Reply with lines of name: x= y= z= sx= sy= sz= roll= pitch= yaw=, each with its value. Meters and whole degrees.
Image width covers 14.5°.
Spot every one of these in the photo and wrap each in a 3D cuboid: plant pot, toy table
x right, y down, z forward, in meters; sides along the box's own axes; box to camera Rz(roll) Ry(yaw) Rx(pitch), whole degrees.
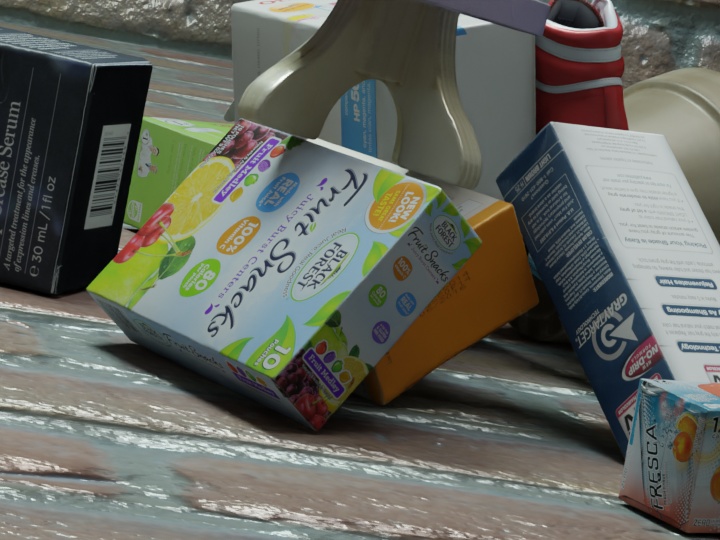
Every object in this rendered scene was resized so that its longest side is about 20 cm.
plant pot: x=0.180 y=-0.026 z=1.960 sx=0.173 sy=0.200 sz=0.200 roll=-16 pitch=22 yaw=-32
toy table: x=0.017 y=-0.123 z=1.646 sx=0.200 sy=0.117 sz=0.184 roll=14 pitch=5 yaw=-35

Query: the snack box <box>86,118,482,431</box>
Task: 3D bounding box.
snack box: x=-0.046 y=-0.002 z=1.582 sx=0.200 sy=0.142 sz=0.053 roll=23 pitch=-22 yaw=52

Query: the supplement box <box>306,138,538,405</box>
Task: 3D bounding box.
supplement box: x=-0.008 y=-0.003 z=1.688 sx=0.126 sy=0.074 sz=0.200 roll=-32 pitch=31 yaw=-26

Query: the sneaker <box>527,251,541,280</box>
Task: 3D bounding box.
sneaker: x=0.150 y=0.011 z=1.802 sx=0.087 sy=0.075 sz=0.200 roll=-1 pitch=43 yaw=0

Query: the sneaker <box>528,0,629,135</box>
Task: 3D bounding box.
sneaker: x=0.112 y=-0.133 z=1.883 sx=0.071 sy=0.113 sz=0.200 roll=-10 pitch=15 yaw=-31

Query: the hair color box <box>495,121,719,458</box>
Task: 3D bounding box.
hair color box: x=0.164 y=0.013 z=1.631 sx=0.100 sy=0.061 sz=0.200 roll=4 pitch=52 yaw=-40

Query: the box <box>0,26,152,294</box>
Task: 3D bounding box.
box: x=-0.253 y=-0.081 z=1.811 sx=0.200 sy=0.149 sz=0.107 roll=13 pitch=8 yaw=15

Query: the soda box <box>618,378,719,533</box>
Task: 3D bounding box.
soda box: x=0.236 y=0.099 z=1.494 sx=0.200 sy=0.068 sz=0.064 roll=4 pitch=11 yaw=-32

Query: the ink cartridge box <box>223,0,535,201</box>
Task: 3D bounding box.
ink cartridge box: x=0.006 y=-0.114 z=1.867 sx=0.128 sy=0.125 sz=0.200 roll=-12 pitch=19 yaw=-33

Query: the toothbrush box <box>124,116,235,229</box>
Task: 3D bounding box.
toothbrush box: x=-0.054 y=-0.048 z=2.055 sx=0.146 sy=0.086 sz=0.200 roll=2 pitch=11 yaw=-41
